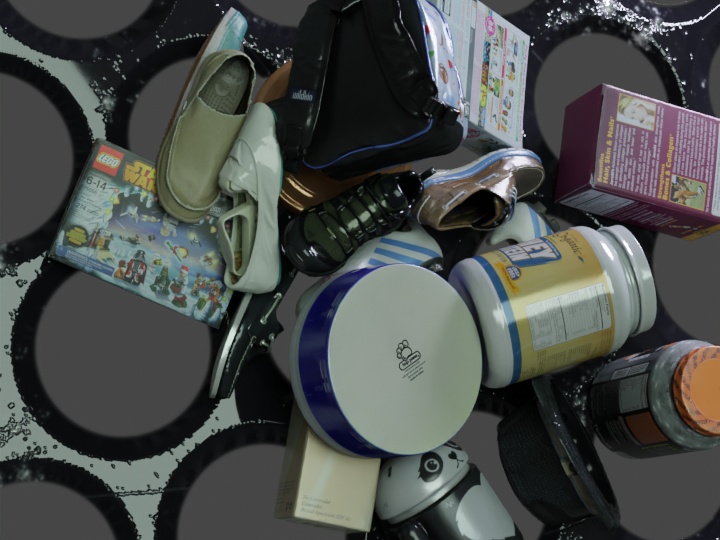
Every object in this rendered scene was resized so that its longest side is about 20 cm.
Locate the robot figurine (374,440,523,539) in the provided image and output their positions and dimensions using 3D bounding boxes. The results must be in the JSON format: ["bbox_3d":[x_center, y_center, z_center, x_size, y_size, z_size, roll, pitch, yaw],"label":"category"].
[{"bbox_3d":[0.100,0.278,1.618,0.124,0.150,0.201,-34,92,-9],"label":"robot figurine"}]

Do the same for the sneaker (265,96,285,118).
[{"bbox_3d":[-0.039,-0.217,1.669,0.198,0.076,0.117,-11,78,-32],"label":"sneaker"}]

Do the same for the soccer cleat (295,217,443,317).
[{"bbox_3d":[0.000,0.000,1.663,0.199,0.070,0.087,-20,68,-31],"label":"soccer cleat"}]

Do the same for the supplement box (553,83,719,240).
[{"bbox_3d":[0.347,-0.127,1.799,0.198,0.103,0.132,15,75,-17],"label":"supplement box"}]

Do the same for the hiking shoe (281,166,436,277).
[{"bbox_3d":[-0.003,-0.064,1.569,0.076,0.101,0.200,50,43,5],"label":"hiking shoe"}]

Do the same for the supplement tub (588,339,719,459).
[{"bbox_3d":[0.353,0.147,1.695,0.121,0.200,0.124,4,78,-19],"label":"supplement tub"}]

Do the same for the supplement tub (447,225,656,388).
[{"bbox_3d":[0.209,0.035,1.641,0.198,0.145,0.146,-16,85,-13],"label":"supplement tub"}]

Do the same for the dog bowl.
[{"bbox_3d":[0.028,0.095,1.562,0.198,0.079,0.203,5,81,-33],"label":"dog bowl"}]

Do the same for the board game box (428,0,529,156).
[{"bbox_3d":[0.116,-0.231,1.704,0.199,0.064,0.149,22,69,-50],"label":"board game box"}]

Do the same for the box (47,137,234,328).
[{"bbox_3d":[-0.217,-0.039,1.596,0.198,0.040,0.138,23,87,-14],"label":"box"}]

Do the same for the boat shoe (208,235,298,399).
[{"bbox_3d":[-0.110,0.052,1.615,0.060,0.076,0.202,22,74,-8],"label":"boat shoe"}]

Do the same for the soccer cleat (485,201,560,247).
[{"bbox_3d":[0.228,0.012,1.754,0.086,0.070,0.200,-41,90,-11],"label":"soccer cleat"}]

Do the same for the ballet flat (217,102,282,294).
[{"bbox_3d":[-0.117,-0.070,1.542,0.069,0.069,0.202,-6,107,-20],"label":"ballet flat"}]

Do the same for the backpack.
[{"bbox_3d":[0.021,-0.200,1.542,0.198,0.154,0.193,-12,77,23],"label":"backpack"}]

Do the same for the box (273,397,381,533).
[{"bbox_3d":[-0.027,0.177,1.618,0.094,0.078,0.202,12,76,-17],"label":"box"}]

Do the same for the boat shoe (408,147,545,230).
[{"bbox_3d":[0.140,-0.082,1.703,0.198,0.073,0.072,-18,49,-30],"label":"boat shoe"}]

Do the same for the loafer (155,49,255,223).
[{"bbox_3d":[-0.161,-0.148,1.565,0.075,0.068,0.202,19,72,-16],"label":"loafer"}]

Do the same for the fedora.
[{"bbox_3d":[0.213,0.216,1.678,0.091,0.201,0.202,-26,89,12],"label":"fedora"}]

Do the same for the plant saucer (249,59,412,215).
[{"bbox_3d":[-0.030,-0.154,1.707,0.198,0.032,0.203,4,78,-20],"label":"plant saucer"}]

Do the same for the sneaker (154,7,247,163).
[{"bbox_3d":[-0.158,-0.188,1.651,0.079,0.071,0.202,24,81,-15],"label":"sneaker"}]
